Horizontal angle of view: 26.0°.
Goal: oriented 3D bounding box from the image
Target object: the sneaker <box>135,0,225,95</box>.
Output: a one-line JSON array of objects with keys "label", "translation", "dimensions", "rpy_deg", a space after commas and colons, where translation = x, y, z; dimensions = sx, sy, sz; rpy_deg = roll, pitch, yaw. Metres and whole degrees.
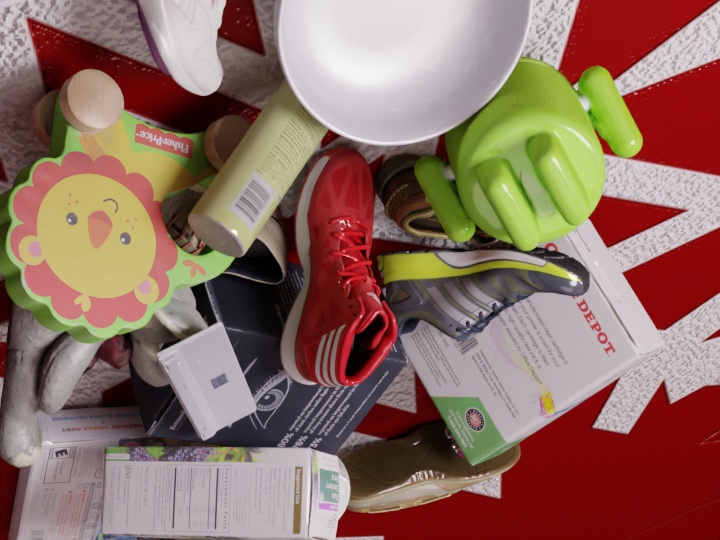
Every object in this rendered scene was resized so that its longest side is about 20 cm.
[{"label": "sneaker", "translation": [-0.115, -0.204, 1.099], "dimensions": [0.099, 0.075, 0.200], "rpy_deg": [-18, 139, -3]}]

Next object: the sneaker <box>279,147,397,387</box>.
[{"label": "sneaker", "translation": [0.000, 0.000, 1.274], "dimensions": [0.078, 0.115, 0.201], "rpy_deg": [5, 91, -35]}]

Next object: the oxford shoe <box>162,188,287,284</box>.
[{"label": "oxford shoe", "translation": [-0.136, -0.043, 1.264], "dimensions": [0.199, 0.075, 0.070], "rpy_deg": [17, 127, -36]}]

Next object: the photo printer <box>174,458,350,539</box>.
[{"label": "photo printer", "translation": [-0.099, 0.246, 1.498], "dimensions": [0.200, 0.166, 0.069], "rpy_deg": [-46, 105, -11]}]

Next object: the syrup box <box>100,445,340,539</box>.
[{"label": "syrup box", "translation": [-0.124, 0.199, 1.387], "dimensions": [0.199, 0.082, 0.079], "rpy_deg": [-3, 169, 17]}]

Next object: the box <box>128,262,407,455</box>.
[{"label": "box", "translation": [-0.085, 0.076, 1.393], "dimensions": [0.199, 0.105, 0.148], "rpy_deg": [14, 129, -33]}]

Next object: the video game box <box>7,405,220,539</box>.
[{"label": "video game box", "translation": [-0.240, 0.209, 1.515], "dimensions": [0.181, 0.047, 0.200], "rpy_deg": [1, 135, -21]}]

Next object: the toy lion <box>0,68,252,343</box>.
[{"label": "toy lion", "translation": [-0.175, -0.038, 1.161], "dimensions": [0.199, 0.193, 0.069], "rpy_deg": [14, 160, -35]}]

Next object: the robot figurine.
[{"label": "robot figurine", "translation": [0.127, -0.098, 1.234], "dimensions": [0.175, 0.200, 0.116], "rpy_deg": [-29, 117, 12]}]

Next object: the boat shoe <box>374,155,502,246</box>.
[{"label": "boat shoe", "translation": [0.109, -0.051, 1.366], "dimensions": [0.199, 0.068, 0.072], "rpy_deg": [0, 133, -25]}]

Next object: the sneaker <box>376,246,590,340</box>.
[{"label": "sneaker", "translation": [0.108, 0.020, 1.360], "dimensions": [0.199, 0.081, 0.074], "rpy_deg": [-1, -178, 33]}]

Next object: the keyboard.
[{"label": "keyboard", "translation": [-0.122, 0.092, 1.261], "dimensions": [0.056, 0.011, 0.200], "rpy_deg": [-32, 158, -10]}]

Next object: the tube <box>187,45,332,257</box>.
[{"label": "tube", "translation": [-0.059, -0.101, 1.190], "dimensions": [0.052, 0.200, 0.058], "rpy_deg": [35, 157, -7]}]

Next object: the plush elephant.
[{"label": "plush elephant", "translation": [-0.203, 0.041, 1.255], "dimensions": [0.154, 0.165, 0.201], "rpy_deg": [7, 122, -13]}]

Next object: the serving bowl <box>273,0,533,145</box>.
[{"label": "serving bowl", "translation": [0.025, -0.197, 1.158], "dimensions": [0.199, 0.066, 0.201], "rpy_deg": [-10, 120, -17]}]

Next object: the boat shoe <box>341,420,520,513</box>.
[{"label": "boat shoe", "translation": [0.068, 0.207, 1.635], "dimensions": [0.199, 0.074, 0.066], "rpy_deg": [-8, 150, -12]}]

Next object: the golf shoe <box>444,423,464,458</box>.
[{"label": "golf shoe", "translation": [0.143, 0.093, 1.550], "dimensions": [0.092, 0.072, 0.201], "rpy_deg": [-33, 147, -47]}]

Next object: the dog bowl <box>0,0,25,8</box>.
[{"label": "dog bowl", "translation": [-0.253, -0.264, 0.972], "dimensions": [0.199, 0.079, 0.201], "rpy_deg": [-13, 139, -11]}]

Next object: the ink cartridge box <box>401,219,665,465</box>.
[{"label": "ink cartridge box", "translation": [0.154, 0.063, 1.423], "dimensions": [0.200, 0.145, 0.084], "rpy_deg": [-37, 166, 26]}]
